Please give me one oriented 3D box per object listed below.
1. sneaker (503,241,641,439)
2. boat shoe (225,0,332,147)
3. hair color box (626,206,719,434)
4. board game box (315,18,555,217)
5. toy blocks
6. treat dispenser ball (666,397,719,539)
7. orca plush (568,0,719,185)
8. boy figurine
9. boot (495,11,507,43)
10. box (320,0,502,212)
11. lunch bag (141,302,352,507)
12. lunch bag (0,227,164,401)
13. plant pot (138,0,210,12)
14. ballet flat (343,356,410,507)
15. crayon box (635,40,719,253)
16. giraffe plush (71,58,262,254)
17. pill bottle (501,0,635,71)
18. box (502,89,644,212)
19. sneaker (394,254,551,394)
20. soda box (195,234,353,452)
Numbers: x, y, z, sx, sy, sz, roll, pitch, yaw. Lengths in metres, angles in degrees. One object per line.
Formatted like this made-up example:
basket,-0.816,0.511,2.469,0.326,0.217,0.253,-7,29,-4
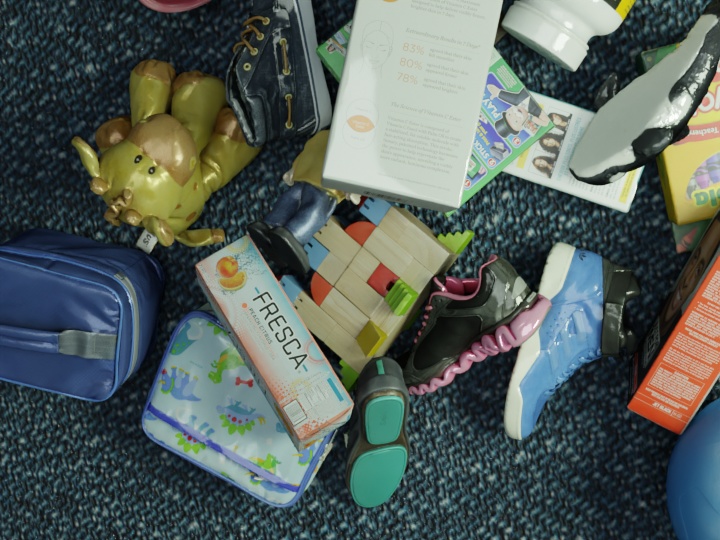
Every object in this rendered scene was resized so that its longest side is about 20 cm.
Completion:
sneaker,0.216,0.084,1.022,0.110,0.077,0.203,18,93,15
boat shoe,-0.094,-0.225,1.008,0.090,0.071,0.203,-20,102,-26
hair color box,0.322,0.041,0.966,0.061,0.102,0.202,26,115,4
board game box,0.070,-0.171,0.973,0.134,0.029,0.201,-39,91,1
toy blocks,0.000,0.000,1.044,0.136,0.100,0.201,40,103,13
treat dispenser ball,0.385,0.207,0.952,0.197,0.201,0.205,1,97,8
orca plush,0.280,-0.153,0.956,0.071,0.105,0.202,29,93,-40
boy figurine,-0.028,-0.095,1.011,0.201,0.123,0.065,-52,126,-21
boot,0.033,-0.276,1.017,0.184,0.064,0.202,-22,98,12
box,0.043,-0.163,0.907,0.122,0.097,0.203,12,90,-3
lunch bag,-0.119,0.142,1.077,0.198,0.082,0.162,29,103,5
lunch bag,-0.315,0.042,1.057,0.197,0.132,0.138,11,106,7
plant pot,-0.197,-0.378,0.978,0.179,0.200,0.201,42,101,17
ballet flat,0.017,0.161,1.052,0.072,0.074,0.202,11,136,6
crayon box,0.349,-0.126,0.992,0.125,0.051,0.203,-14,95,9
giraffe plush,-0.204,-0.103,1.015,0.170,0.162,0.203,17,99,5
pill bottle,0.218,-0.295,0.958,0.112,0.112,0.202,31,100,3
box,0.180,-0.128,1.016,0.197,0.049,0.083,20,98,5
sneaker,0.090,0.050,1.011,0.199,0.079,0.096,-35,99,37
soda box,-0.084,0.070,0.997,0.063,0.069,0.201,-29,75,-14
